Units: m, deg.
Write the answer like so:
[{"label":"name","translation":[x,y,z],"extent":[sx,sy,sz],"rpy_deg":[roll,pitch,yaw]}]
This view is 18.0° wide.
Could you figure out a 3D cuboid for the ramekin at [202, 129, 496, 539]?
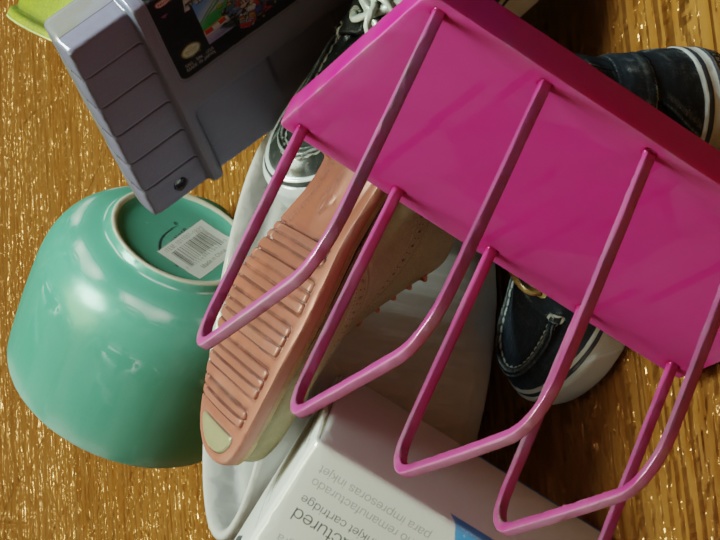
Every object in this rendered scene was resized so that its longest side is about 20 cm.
[{"label":"ramekin","translation":[-0.006,0.037,1.096],"extent":[0.200,0.104,0.202],"rpy_deg":[-172,90,-78]}]

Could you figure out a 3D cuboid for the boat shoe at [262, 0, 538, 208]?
[{"label":"boat shoe","translation":[0.023,-0.114,1.000],"extent":[0.199,0.068,0.074],"rpy_deg":[-43,49,-2]}]

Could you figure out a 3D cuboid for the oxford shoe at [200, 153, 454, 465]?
[{"label":"oxford shoe","translation":[0.000,0.000,0.960],"extent":[0.201,0.074,0.071],"rpy_deg":[-60,34,8]}]

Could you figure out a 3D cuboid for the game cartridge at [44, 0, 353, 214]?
[{"label":"game cartridge","translation":[-0.037,-0.123,1.020],"extent":[0.038,0.200,0.130],"rpy_deg":[48,169,30]}]

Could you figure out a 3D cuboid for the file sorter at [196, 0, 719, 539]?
[{"label":"file sorter","translation":[0.059,0.016,0.834],"extent":[0.139,0.199,0.126],"rpy_deg":[-33,29,61]}]

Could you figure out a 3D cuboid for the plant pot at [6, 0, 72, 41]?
[{"label":"plant pot","translation":[-0.065,-0.195,1.212],"extent":[0.200,0.199,0.194],"rpy_deg":[35,108,62]}]

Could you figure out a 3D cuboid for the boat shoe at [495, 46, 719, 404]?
[{"label":"boat shoe","translation":[0.079,-0.020,0.965],"extent":[0.201,0.090,0.071],"rpy_deg":[115,147,-41]}]

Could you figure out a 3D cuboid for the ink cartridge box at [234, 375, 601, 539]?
[{"label":"ink cartridge box","translation":[-0.003,0.172,0.984],"extent":[0.201,0.145,0.084],"rpy_deg":[-58,3,19]}]

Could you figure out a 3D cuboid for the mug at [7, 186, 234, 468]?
[{"label":"mug","translation":[-0.126,0.012,1.347],"extent":[0.115,0.151,0.186],"rpy_deg":[-65,32,34]}]
